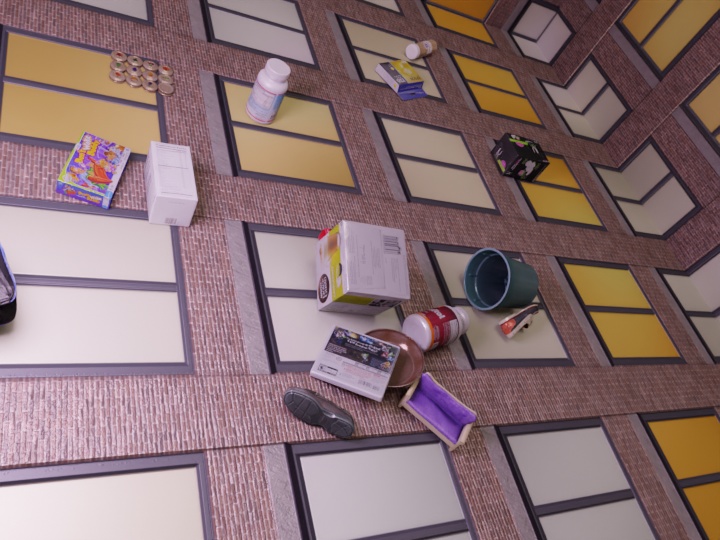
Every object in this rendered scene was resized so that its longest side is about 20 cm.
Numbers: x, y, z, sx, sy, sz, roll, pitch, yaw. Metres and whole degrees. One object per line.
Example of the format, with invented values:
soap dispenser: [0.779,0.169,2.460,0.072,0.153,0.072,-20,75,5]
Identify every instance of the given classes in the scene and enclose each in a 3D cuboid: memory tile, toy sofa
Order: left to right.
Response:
memory tile: [-0.697,-0.630,1.968,0.196,0.017,0.156,10,49,-27]
toy sofa: [0.206,0.375,1.640,0.199,0.098,0.083,40,42,2]

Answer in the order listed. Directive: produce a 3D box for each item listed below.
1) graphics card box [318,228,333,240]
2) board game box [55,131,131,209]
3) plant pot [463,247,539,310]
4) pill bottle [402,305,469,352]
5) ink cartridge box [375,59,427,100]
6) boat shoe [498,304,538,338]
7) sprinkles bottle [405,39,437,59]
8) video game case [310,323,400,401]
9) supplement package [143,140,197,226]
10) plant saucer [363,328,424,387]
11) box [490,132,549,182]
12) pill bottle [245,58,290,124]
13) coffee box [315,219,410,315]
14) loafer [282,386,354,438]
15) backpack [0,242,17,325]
graphics card box: [-0.023,-0.061,1.900,0.197,0.051,0.127,4,52,-32]
board game box: [-0.701,-0.266,1.629,0.132,0.045,0.203,19,46,-19]
plant pot: [0.479,0.039,2.057,0.193,0.200,0.203,9,48,-38]
pill bottle: [0.228,0.168,1.822,0.197,0.113,0.114,-11,60,-40]
ink cartridge box: [0.191,-0.846,2.725,0.196,0.047,0.201,-25,68,-45]
boat shoe: [0.539,0.168,2.060,0.198,0.071,0.063,-19,71,-40]
sprinkles bottle: [0.294,-1.065,2.964,0.068,0.069,0.199,45,43,10]
video game case: [-0.011,0.239,1.624,0.196,0.024,0.183,18,43,9]
supplement package: [-0.518,-0.236,1.676,0.112,0.110,0.203,4,52,-30]
plant saucer: [0.076,0.245,1.679,0.196,0.037,0.203,6,43,-6]
box: [0.697,-0.494,2.698,0.197,0.125,0.151,6,50,-31]
pill bottle: [-0.307,-0.602,2.066,0.107,0.201,0.110,18,45,-19]
coffee box: [0.000,0.000,1.720,0.196,0.197,0.204,6,70,-28]
loafer: [-0.101,0.338,1.502,0.198,0.072,0.063,34,22,-13]
backpack: [-0.802,0.025,1.234,0.181,0.147,0.202,-11,64,-38]
